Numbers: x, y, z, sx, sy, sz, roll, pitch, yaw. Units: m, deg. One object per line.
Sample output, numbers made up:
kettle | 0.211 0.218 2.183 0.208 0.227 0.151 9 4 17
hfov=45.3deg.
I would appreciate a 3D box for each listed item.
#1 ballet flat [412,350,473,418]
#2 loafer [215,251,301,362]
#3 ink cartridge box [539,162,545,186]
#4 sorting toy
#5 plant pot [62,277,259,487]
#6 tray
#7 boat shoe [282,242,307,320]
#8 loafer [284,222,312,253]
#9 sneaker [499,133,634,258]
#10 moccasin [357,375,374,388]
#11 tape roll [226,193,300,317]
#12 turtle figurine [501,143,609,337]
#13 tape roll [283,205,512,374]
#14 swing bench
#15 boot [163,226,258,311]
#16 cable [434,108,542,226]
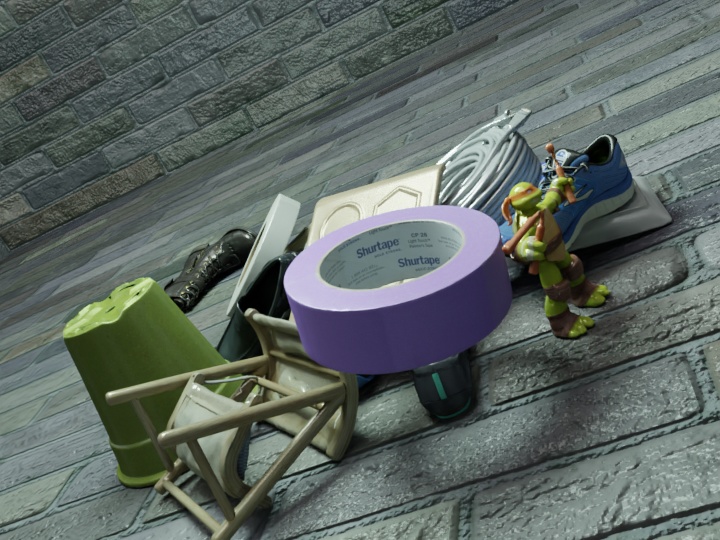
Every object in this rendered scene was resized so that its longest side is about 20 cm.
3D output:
ballet flat | 0.074 0.072 0.871 0.073 0.073 0.200 -26 19 8
loafer | -0.136 0.054 1.111 0.070 0.068 0.201 8 -54 -52
ink cartridge box | 0.189 -0.071 1.117 0.094 0.044 0.200 -11 26 39
sorting toy | 0.009 -0.021 0.971 0.185 0.036 0.201 -12 50 37
plant pot | -0.252 0.117 1.031 0.199 0.190 0.200 -26 18 9
tray | 0.238 -0.061 0.979 0.199 0.022 0.108 -16 32 9
boat shoe | -0.082 0.007 1.160 0.202 0.065 0.074 -48 -10 24
loafer | -0.054 -0.039 1.279 0.200 0.076 0.068 -37 24 31
sneaker | 0.208 -0.082 0.921 0.200 0.089 0.078 -36 34 -24
moccasin | -0.022 0.074 0.998 0.080 0.068 0.200 -32 16 -4
tape roll | -0.146 -0.018 1.294 0.203 0.037 0.204 -157 90 -80
turtle figurine | 0.173 -0.018 0.816 0.064 0.162 0.200 -17 22 30
tape roll | 0.034 0.012 0.786 0.199 0.066 0.200 -13 24 6
swing bench | -0.121 0.145 0.878 0.200 0.130 0.199 -31 17 -24
boot | -0.280 0.010 1.567 0.199 0.069 0.174 -21 25 34
cable | 0.122 -0.086 1.027 0.200 0.069 0.200 -23 29 53
